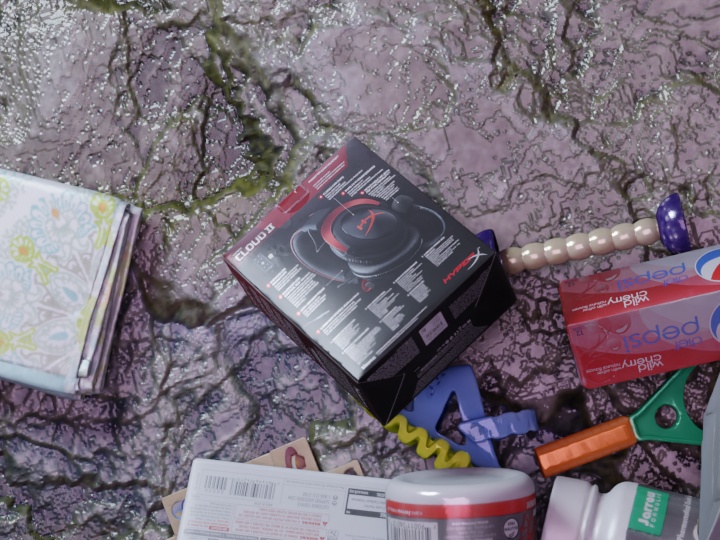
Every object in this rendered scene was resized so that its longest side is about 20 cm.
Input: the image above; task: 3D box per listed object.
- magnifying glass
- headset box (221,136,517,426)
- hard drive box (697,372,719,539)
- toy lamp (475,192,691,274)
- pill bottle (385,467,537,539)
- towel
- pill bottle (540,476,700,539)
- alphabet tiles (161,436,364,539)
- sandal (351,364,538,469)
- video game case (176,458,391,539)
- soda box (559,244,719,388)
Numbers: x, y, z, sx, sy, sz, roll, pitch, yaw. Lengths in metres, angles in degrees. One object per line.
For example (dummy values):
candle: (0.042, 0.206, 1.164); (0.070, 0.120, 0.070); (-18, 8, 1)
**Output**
magnifying glass: (0.234, 0.119, 1.706); (0.199, 0.022, 0.080); (-20, 89, -5)
headset box: (0.000, 0.000, 1.690); (0.149, 0.075, 0.200); (-43, 54, -10)
hard drive box: (0.359, 0.161, 1.617); (0.198, 0.156, 0.077); (12, 133, 1)
toy lamp: (0.161, -0.018, 1.722); (0.198, 0.058, 0.059); (-13, 85, 5)
pill bottle: (0.079, 0.255, 1.631); (0.115, 0.116, 0.202); (-2, 93, 8)
towel: (-0.291, 0.005, 1.794); (0.198, 0.048, 0.173); (14, 86, 9)
pill bottle: (0.238, 0.228, 1.669); (0.198, 0.113, 0.114); (13, 89, 8)
alphabet tiles: (-0.074, 0.239, 1.769); (0.199, 0.006, 0.168); (-23, 84, 7)
sandal: (0.064, 0.109, 1.724); (0.199, 0.079, 0.087); (37, 89, 0)
video game case: (-0.053, 0.246, 1.714); (0.198, 0.023, 0.183); (6, 61, 8)
soda box: (0.260, 0.029, 1.688); (0.198, 0.064, 0.070); (-14, 123, 7)
